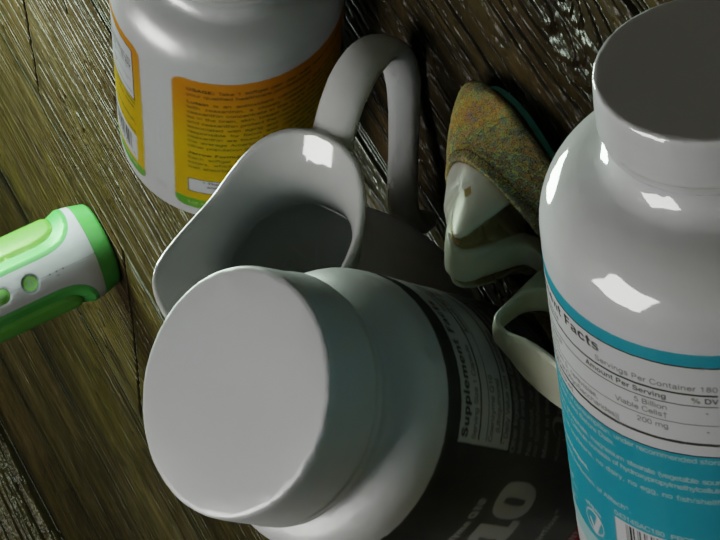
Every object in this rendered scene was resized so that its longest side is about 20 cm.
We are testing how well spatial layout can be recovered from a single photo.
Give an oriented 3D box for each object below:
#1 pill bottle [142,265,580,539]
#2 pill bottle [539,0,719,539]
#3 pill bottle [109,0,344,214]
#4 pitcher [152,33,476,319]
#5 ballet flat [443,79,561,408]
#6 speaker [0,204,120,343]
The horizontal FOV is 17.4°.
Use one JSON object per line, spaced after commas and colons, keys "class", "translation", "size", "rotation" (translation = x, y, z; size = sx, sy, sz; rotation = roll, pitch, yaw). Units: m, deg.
{"class": "pill bottle", "translation": [0.012, 0.062, 0.954], "size": [0.199, 0.114, 0.114], "rotation": [14, -146, -51]}
{"class": "pill bottle", "translation": [0.115, 0.015, 0.735], "size": [0.111, 0.110, 0.201], "rotation": [49, 158, 44]}
{"class": "pill bottle", "translation": [-0.063, -0.118, 1.112], "size": [0.111, 0.111, 0.200], "rotation": [58, 163, 22]}
{"class": "pitcher", "translation": [0.000, 0.000, 1.092], "size": [0.121, 0.172, 0.200], "rotation": [24, 165, 28]}
{"class": "ballet flat", "translation": [0.072, 0.000, 0.937], "size": [0.200, 0.070, 0.071], "rotation": [55, 162, 33]}
{"class": "speaker", "translation": [-0.304, 0.019, 1.950], "size": [0.089, 0.199, 0.089], "rotation": [56, 162, 28]}
